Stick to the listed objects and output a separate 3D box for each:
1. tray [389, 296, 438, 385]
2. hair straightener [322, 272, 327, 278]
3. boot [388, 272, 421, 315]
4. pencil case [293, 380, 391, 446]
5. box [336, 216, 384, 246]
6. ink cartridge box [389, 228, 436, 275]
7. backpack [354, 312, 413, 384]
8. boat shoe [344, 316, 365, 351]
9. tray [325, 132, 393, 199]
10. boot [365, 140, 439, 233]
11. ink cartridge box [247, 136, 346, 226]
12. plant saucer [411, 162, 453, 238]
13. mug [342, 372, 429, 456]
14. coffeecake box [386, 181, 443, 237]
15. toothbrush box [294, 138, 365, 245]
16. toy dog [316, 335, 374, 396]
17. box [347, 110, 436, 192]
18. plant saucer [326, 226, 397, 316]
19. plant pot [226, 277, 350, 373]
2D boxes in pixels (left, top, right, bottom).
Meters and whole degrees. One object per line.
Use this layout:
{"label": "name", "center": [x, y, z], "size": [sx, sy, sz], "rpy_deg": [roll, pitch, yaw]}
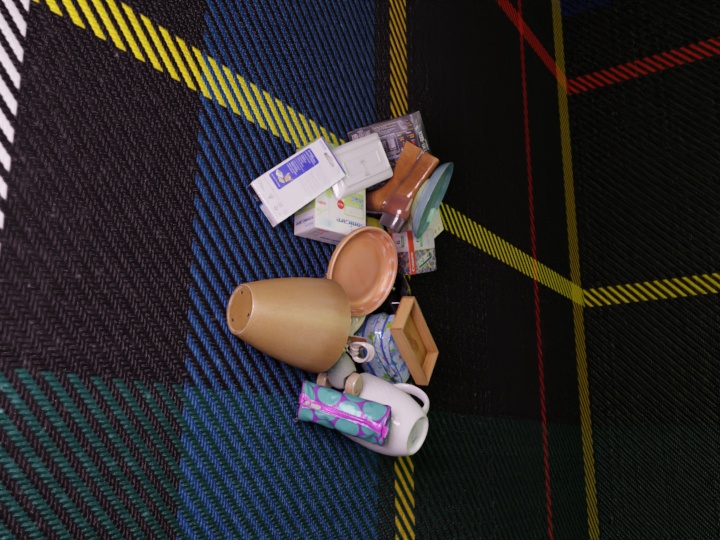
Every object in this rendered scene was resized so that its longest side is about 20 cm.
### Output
{"label": "tray", "center": [0.127, 0.166, 1.694], "size": [0.100, 0.036, 0.202], "rpy_deg": [-65, 143, -38]}
{"label": "hair straightener", "center": [-0.056, 0.010, 1.636], "size": [0.198, 0.077, 0.041], "rpy_deg": [-5, 58, -53]}
{"label": "boot", "center": [0.105, 0.076, 1.806], "size": [0.201, 0.064, 0.167], "rpy_deg": [61, 9, -47]}
{"label": "pencil case", "center": [-0.034, 0.293, 1.487], "size": [0.092, 0.196, 0.087], "rpy_deg": [32, 73, -83]}
{"label": "box", "center": [0.009, -0.072, 1.767], "size": [0.199, 0.048, 0.120], "rpy_deg": [13, 64, -58]}
{"label": "ink cartridge box", "center": [0.121, -0.045, 1.825], "size": [0.198, 0.050, 0.112], "rpy_deg": [-9, 94, -55]}
{"label": "backpack", "center": [0.062, 0.190, 1.734], "size": [0.201, 0.152, 0.164], "rpy_deg": [49, 49, -21]}
{"label": "boat shoe", "center": [-0.041, 0.107, 1.631], "size": [0.070, 0.072, 0.202], "rpy_deg": [62, 38, -37]}
{"label": "tray", "center": [0.000, -0.238, 1.621], "size": [0.199, 0.022, 0.109], "rpy_deg": [-29, 100, -42]}
{"label": "boot", "center": [0.066, -0.217, 1.720], "size": [0.068, 0.187, 0.203], "rpy_deg": [21, 98, -56]}
{"label": "ink cartridge box", "center": [-0.129, -0.185, 1.504], "size": [0.199, 0.039, 0.100], "rpy_deg": [-37, 96, -27]}
{"label": "plant saucer", "center": [0.172, -0.175, 1.775], "size": [0.202, 0.027, 0.201], "rpy_deg": [-59, 166, -23]}
{"label": "mug", "center": [0.072, 0.317, 1.615], "size": [0.199, 0.173, 0.151], "rpy_deg": [-31, 130, -43]}
{"label": "coffeecake box", "center": [0.144, -0.147, 1.985], "size": [0.200, 0.072, 0.157], "rpy_deg": [-39, 117, -54]}
{"label": "toothbrush box", "center": [-0.067, -0.171, 1.618], "size": [0.144, 0.085, 0.205], "rpy_deg": [12, 73, -38]}
{"label": "toy dog", "center": [-0.034, 0.172, 1.525], "size": [0.097, 0.130, 0.202], "rpy_deg": [-52, 167, -51]}
{"label": "box", "center": [0.076, -0.291, 1.798], "size": [0.050, 0.197, 0.161], "rpy_deg": [-35, 111, -50]}
{"label": "plant saucer", "center": [0.000, 0.000, 1.597], "size": [0.198, 0.037, 0.205], "rpy_deg": [-17, 116, -38]}
{"label": "plant pot", "center": [-0.149, 0.089, 1.392], "size": [0.198, 0.184, 0.191], "rpy_deg": [16, 68, -40]}
